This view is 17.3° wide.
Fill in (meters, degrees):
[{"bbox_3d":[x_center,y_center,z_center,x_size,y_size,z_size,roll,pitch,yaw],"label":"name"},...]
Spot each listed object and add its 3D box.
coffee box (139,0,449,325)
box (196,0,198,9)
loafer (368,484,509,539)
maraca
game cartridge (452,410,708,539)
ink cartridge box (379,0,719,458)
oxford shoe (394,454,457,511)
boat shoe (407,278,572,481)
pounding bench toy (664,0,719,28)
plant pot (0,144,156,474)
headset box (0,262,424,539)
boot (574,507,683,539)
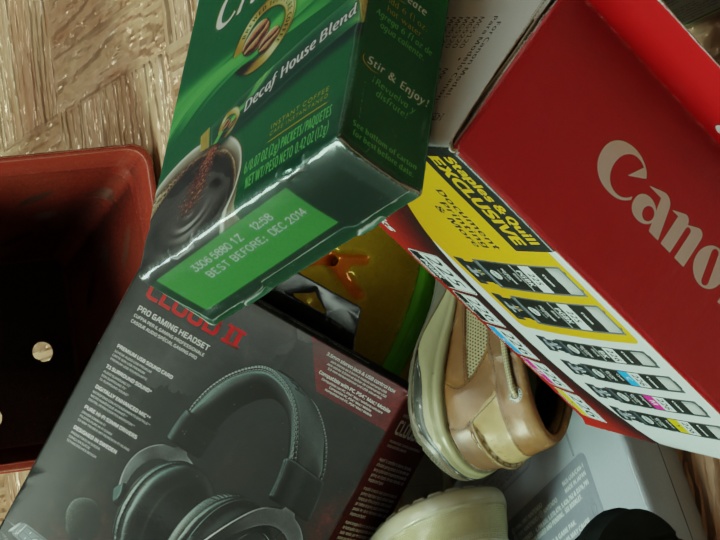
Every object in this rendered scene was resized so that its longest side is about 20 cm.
[{"bbox_3d":[-0.020,-0.088,0.900,0.123,0.044,0.201,-31,37,41],"label":"coffee box"},{"bbox_3d":[-0.037,-0.153,1.294,0.137,0.040,0.201,32,121,48],"label":"box"},{"bbox_3d":[0.036,0.178,1.116,0.201,0.075,0.068,103,147,-46],"label":"loafer"},{"bbox_3d":[0.000,0.000,1.201,0.137,0.107,0.201,26,90,54],"label":"maraca"},{"bbox_3d":[0.095,0.134,1.107,0.200,0.040,0.134,-51,53,52],"label":"game cartridge"},{"bbox_3d":[0.096,-0.018,0.911,0.084,0.200,0.175,-54,26,-14],"label":"ink cartridge box"},{"bbox_3d":[-0.015,0.105,1.283,0.200,0.057,0.076,2,98,63],"label":"oxford shoe"},{"bbox_3d":[0.076,-0.003,1.071,0.074,0.075,0.202,-12,63,39],"label":"boat shoe"},{"bbox_3d":[0.090,-0.182,0.979,0.200,0.123,0.157,-22,74,61],"label":"pounding bench toy"},{"bbox_3d":[-0.238,0.044,1.566,0.176,0.198,0.202,141,121,-69],"label":"plant pot"},{"bbox_3d":[-0.065,0.096,1.106,0.148,0.077,0.201,29,91,19],"label":"headset box"},{"bbox_3d":[0.095,0.201,1.027,0.162,0.073,0.199,-12,105,53],"label":"boot"}]
